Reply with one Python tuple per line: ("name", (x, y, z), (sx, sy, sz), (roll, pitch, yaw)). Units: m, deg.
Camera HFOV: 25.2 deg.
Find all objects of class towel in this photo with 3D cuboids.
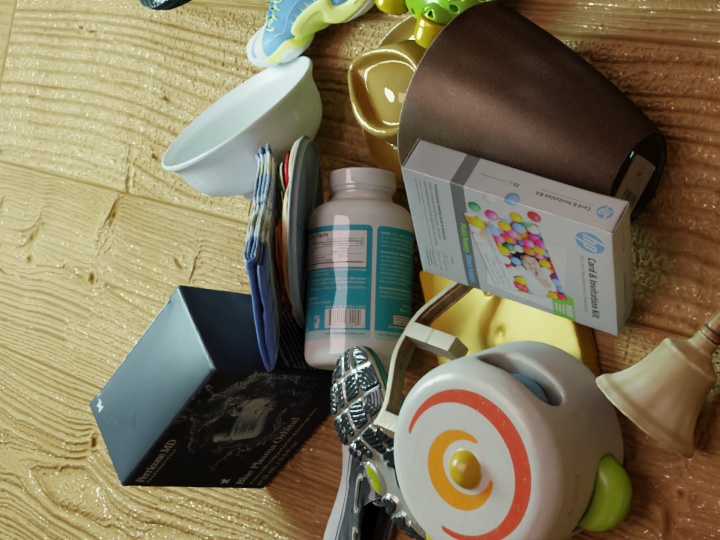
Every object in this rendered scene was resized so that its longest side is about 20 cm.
("towel", (-0.096, -0.016, 1.652), (0.201, 0.024, 0.148), (-88, -5, -50))

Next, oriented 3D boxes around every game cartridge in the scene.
("game cartridge", (0.143, 0.061, 1.541), (0.176, 0.032, 0.201), (-29, 65, 41))

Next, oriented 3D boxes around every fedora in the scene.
("fedora", (0.047, -0.181, 1.644), (0.200, 0.081, 0.202), (-12, 74, 46))

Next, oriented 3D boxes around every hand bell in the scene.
("hand bell", (0.298, 0.047, 1.346), (0.200, 0.104, 0.104), (-54, 48, 12))

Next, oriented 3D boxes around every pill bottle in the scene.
("pill bottle", (0.000, 0.000, 1.645), (0.110, 0.110, 0.202), (-6, 78, 47))

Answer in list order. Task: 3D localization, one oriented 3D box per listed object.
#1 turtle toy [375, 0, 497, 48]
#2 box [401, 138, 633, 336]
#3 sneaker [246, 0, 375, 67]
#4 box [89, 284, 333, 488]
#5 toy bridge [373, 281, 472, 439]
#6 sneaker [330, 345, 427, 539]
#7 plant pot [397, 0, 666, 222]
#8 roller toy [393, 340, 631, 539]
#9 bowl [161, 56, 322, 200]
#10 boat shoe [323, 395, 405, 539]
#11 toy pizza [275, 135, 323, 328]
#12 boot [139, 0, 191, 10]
("turtle toy", (0.083, -0.315, 1.612), (0.200, 0.101, 0.146), (49, 129, 42))
("box", (0.141, -0.028, 1.422), (0.199, 0.156, 0.041), (18, 60, 22))
("sneaker", (-0.072, -0.304, 1.772), (0.199, 0.105, 0.076), (-27, 33, 34))
("box", (-0.147, 0.130, 1.718), (0.197, 0.199, 0.118), (-50, 51, 30))
("toy bridge", (0.070, 0.066, 1.519), (0.067, 0.027, 0.201), (17, 71, 47))
("sneaker", (0.036, 0.164, 1.564), (0.077, 0.079, 0.201), (-30, 85, 42))
("plant pot", (0.168, -0.119, 1.453), (0.199, 0.186, 0.188), (30, 106, 31))
("roller toy", (0.125, 0.163, 1.430), (0.199, 0.139, 0.184), (-24, 83, 41))
("bowl", (-0.114, -0.141, 1.780), (0.200, 0.091, 0.201), (-32, 19, 12))
("boat shoe", (0.016, 0.214, 1.619), (0.068, 0.071, 0.201), (28, 107, 48))
("toy pizza", (-0.066, -0.040, 1.683), (0.031, 0.200, 0.202), (1, 82, 7))
("boot", (-0.136, -0.340, 1.814), (0.198, 0.162, 0.074), (-29, 64, 42))
